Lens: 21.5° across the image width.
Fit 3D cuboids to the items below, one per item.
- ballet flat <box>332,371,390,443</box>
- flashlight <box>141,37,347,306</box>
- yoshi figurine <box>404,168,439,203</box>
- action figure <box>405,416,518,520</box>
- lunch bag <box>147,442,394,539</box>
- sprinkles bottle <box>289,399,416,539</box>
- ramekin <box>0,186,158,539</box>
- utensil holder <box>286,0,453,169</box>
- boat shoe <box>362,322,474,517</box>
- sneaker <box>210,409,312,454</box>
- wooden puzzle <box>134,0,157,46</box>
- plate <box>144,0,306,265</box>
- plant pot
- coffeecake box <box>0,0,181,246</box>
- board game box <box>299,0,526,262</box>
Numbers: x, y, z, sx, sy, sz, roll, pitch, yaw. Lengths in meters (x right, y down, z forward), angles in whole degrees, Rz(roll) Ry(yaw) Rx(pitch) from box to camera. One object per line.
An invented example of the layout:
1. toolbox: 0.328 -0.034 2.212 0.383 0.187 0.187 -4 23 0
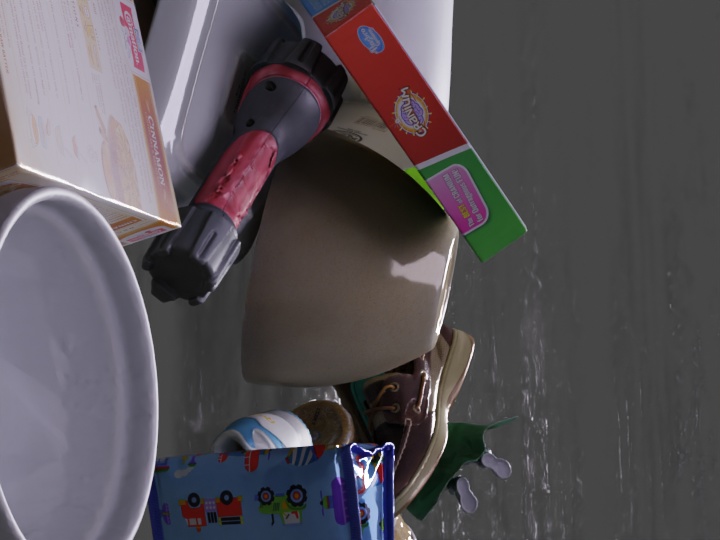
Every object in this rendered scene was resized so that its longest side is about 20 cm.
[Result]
1. ballet flat: -0.003 0.078 1.583 0.201 0.068 0.072 64 -16 4
2. flashlight: -0.074 -0.068 1.249 0.201 0.068 0.068 -62 147 -38
3. yoshi figurine: 0.035 -0.125 1.722 0.112 0.111 0.201 36 53 -75
4. action figure: 0.055 0.164 1.624 0.118 0.200 0.055 -41 107 -17
5. lunch bag: -0.054 0.220 1.264 0.094 0.150 0.201 12 72 -70
6. sprinkles bottle: -0.008 0.189 1.546 0.200 0.068 0.069 65 26 -45
7. ramekin: -0.191 0.062 0.972 0.200 0.104 0.202 -5 90 -72
8. utensil holder: -0.007 -0.197 1.524 0.170 0.169 0.201 42 48 -64
9. boat shoe: 0.030 0.111 1.500 0.072 0.072 0.201 34 50 -12
10. sneaker: -0.068 0.205 1.368 0.081 0.076 0.201 -6 83 -64
11. wooden puzzle: -0.120 -0.200 1.379 0.185 0.037 0.201 64 27 -47
12. plate: -0.092 -0.122 1.313 0.200 0.032 0.201 40 61 -64
13. plant pot: 0.000 0.000 1.426 0.200 0.134 0.202 12 90 -85
14. coffeecake box: -0.185 -0.101 1.056 0.200 0.073 0.155 23 52 -69
15. board game box: 0.034 -0.116 1.348 0.200 0.040 0.153 54 4 -22
